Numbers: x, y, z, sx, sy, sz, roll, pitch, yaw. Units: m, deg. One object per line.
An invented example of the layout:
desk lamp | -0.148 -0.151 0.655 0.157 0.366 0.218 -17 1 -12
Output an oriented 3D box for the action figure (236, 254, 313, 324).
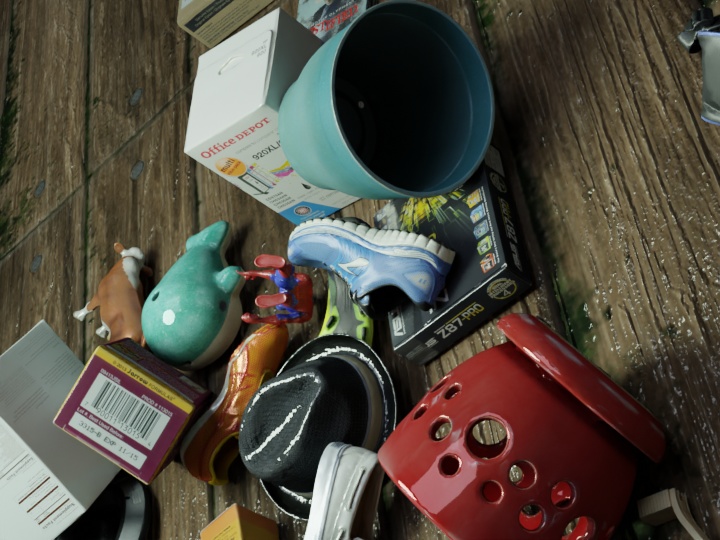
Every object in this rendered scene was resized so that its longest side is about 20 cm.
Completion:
action figure | -0.106 0.024 1.586 0.097 0.200 0.066 -1 82 10

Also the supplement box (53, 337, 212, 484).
supplement box | -0.257 0.156 1.637 0.104 0.130 0.200 -58 -1 0

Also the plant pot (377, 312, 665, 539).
plant pot | 0.141 0.151 1.191 0.183 0.200 0.200 -51 37 4

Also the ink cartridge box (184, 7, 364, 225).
ink cartridge box | -0.085 -0.176 1.688 0.146 0.199 0.146 -24 47 37

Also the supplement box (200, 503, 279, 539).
supplement box | -0.115 0.344 1.464 0.069 0.066 0.201 -41 39 22

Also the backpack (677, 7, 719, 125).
backpack | 0.390 -0.156 1.142 0.198 0.149 0.182 -26 28 -27

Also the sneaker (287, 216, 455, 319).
sneaker | 0.000 0.000 1.468 0.198 0.078 0.090 9 81 38

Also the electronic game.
electronic game | -0.322 0.342 1.730 0.199 0.041 0.202 -36 34 29

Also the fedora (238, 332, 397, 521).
fedora | -0.058 0.159 1.467 0.199 0.091 0.204 -8 77 37

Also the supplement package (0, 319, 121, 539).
supplement package | -0.403 0.209 1.734 0.147 0.200 0.191 -38 6 25

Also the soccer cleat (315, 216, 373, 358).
soccer cleat | -0.008 0.043 1.566 0.064 0.084 0.203 0 80 18

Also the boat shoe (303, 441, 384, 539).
boat shoe | -0.005 0.274 1.382 0.085 0.074 0.205 7 83 24

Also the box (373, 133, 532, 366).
box | 0.093 -0.024 1.498 0.161 0.049 0.202 -39 39 30

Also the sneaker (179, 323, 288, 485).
sneaker | -0.129 0.154 1.633 0.077 0.073 0.202 27 89 31

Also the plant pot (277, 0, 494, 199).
plant pot | 0.009 -0.164 1.517 0.187 0.199 0.202 -12 55 58

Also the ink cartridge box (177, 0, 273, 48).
ink cartridge box | -0.190 -0.457 2.121 0.164 0.075 0.202 -32 43 33

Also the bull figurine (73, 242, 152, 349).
bull figurine | -0.327 0.055 1.926 0.122 0.065 0.201 -48 35 21

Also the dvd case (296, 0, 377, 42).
dvd case | -0.036 -0.317 1.884 0.145 0.022 0.202 -22 49 40

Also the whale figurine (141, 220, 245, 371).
whale figurine | -0.212 0.023 1.778 0.158 0.103 0.202 -24 48 38

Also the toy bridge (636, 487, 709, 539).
toy bridge | 0.261 0.263 1.110 0.067 0.027 0.202 -29 45 32
